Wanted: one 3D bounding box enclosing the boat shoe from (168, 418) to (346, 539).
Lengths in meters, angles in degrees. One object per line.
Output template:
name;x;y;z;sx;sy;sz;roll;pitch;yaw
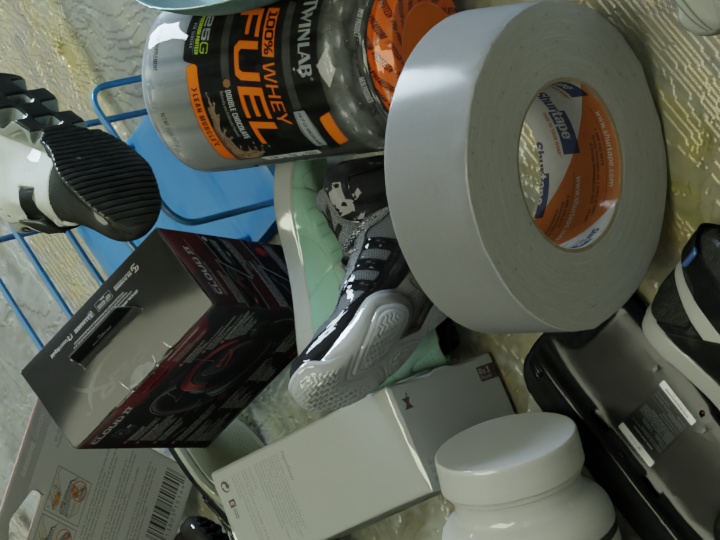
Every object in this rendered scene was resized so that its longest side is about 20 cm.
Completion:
boat shoe;-0.087;0.177;1.822;0.200;0.072;0.068;47;134;22

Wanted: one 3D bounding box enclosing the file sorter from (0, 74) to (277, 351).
file sorter;-0.169;-0.036;1.805;0.139;0.122;0.200;55;131;17

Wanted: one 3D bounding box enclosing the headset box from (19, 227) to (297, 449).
headset box;-0.129;0.050;1.712;0.149;0.200;0.075;-46;69;17

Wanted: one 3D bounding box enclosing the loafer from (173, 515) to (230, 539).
loafer;-0.080;0.275;1.822;0.071;0.073;0.200;-44;71;9

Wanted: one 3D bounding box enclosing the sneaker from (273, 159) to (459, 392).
sneaker;0.009;-0.012;1.699;0.118;0.074;0.201;-15;70;12

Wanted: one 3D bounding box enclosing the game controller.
game controller;0.188;0.105;1.581;0.104;0.042;0.200;-46;70;24

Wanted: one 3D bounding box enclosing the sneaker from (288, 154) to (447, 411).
sneaker;0.000;0.000;1.616;0.114;0.200;0.076;37;156;21

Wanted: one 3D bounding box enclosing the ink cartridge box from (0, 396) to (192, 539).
ink cartridge box;-0.220;0.211;1.826;0.045;0.176;0.201;-1;65;42

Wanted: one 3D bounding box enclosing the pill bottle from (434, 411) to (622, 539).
pill bottle;0.117;0.201;1.590;0.116;0.116;0.201;-1;111;42

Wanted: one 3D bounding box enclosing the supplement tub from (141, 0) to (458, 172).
supplement tub;-0.036;-0.135;1.646;0.199;0.122;0.123;-6;97;33

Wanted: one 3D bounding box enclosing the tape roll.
tape roll;0.103;-0.062;1.494;0.066;0.200;0.201;-2;100;43

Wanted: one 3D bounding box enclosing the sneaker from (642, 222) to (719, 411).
sneaker;0.259;0.046;1.468;0.200;0.073;0.112;42;127;29

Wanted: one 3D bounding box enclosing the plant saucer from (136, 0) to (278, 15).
plant saucer;-0.060;-0.222;1.633;0.200;0.201;0.039;4;137;42

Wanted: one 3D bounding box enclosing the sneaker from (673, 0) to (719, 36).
sneaker;0.167;-0.221;1.482;0.200;0.078;0.099;55;134;18

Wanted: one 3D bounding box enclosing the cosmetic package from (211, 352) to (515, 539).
cosmetic package;0.005;0.133;1.699;0.200;0.113;0.081;-27;82;45

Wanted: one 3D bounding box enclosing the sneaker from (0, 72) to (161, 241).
sneaker;-0.207;-0.056;1.704;0.200;0.074;0.089;39;125;41
